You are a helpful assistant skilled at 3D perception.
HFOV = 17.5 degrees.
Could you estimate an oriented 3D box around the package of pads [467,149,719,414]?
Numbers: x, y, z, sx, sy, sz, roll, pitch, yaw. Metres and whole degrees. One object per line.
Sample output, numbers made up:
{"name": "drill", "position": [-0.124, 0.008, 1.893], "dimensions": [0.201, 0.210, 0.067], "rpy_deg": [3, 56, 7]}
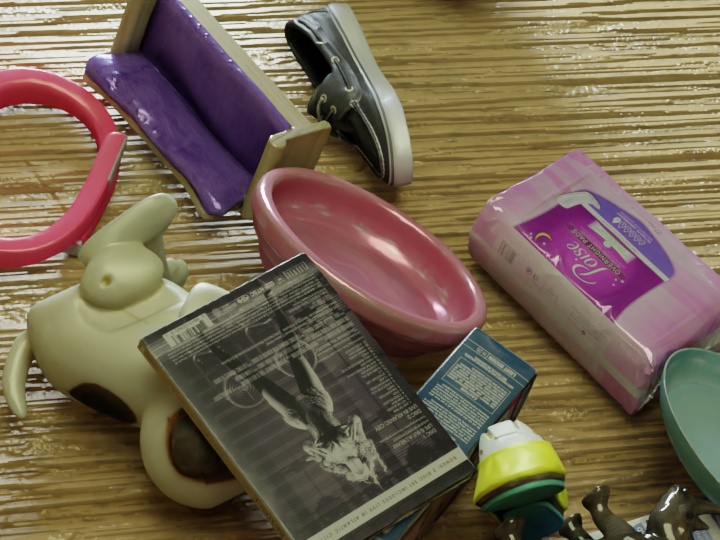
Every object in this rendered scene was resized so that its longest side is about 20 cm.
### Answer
{"name": "package of pads", "position": [0.191, 0.008, 1.824], "dimensions": [0.120, 0.076, 0.200], "rpy_deg": [-30, 63, -33]}

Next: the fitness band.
{"name": "fitness band", "position": [-0.264, -0.079, 1.819], "dimensions": [0.143, 0.037, 0.200], "rpy_deg": [17, 49, 4]}

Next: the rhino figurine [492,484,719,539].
{"name": "rhino figurine", "position": [0.170, 0.197, 1.596], "dimensions": [0.199, 0.060, 0.088], "rpy_deg": [-16, 60, -26]}

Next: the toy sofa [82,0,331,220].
{"name": "toy sofa", "position": [-0.125, -0.136, 1.854], "dimensions": [0.097, 0.083, 0.200], "rpy_deg": [-18, 57, -40]}

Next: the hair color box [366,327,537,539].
{"name": "hair color box", "position": [0.040, 0.141, 1.665], "dimensions": [0.060, 0.100, 0.200], "rpy_deg": [35, 53, 12]}

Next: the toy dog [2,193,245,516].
{"name": "toy dog", "position": [-0.138, 0.075, 1.657], "dimensions": [0.194, 0.140, 0.200], "rpy_deg": [-30, 64, -24]}

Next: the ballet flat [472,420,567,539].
{"name": "ballet flat", "position": [0.108, 0.140, 1.625], "dimensions": [0.067, 0.200, 0.067], "rpy_deg": [-17, 73, 3]}

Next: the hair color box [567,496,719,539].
{"name": "hair color box", "position": [0.193, 0.238, 1.647], "dimensions": [0.199, 0.065, 0.109], "rpy_deg": [-15, 57, -22]}

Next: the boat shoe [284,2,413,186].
{"name": "boat shoe", "position": [-0.014, -0.141, 1.906], "dimensions": [0.066, 0.070, 0.200], "rpy_deg": [-13, 55, -13]}

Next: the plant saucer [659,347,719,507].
{"name": "plant saucer", "position": [0.293, 0.141, 1.723], "dimensions": [0.200, 0.027, 0.200], "rpy_deg": [30, 30, -19]}

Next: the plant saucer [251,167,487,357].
{"name": "plant saucer", "position": [0.000, 0.000, 1.758], "dimensions": [0.200, 0.051, 0.201], "rpy_deg": [28, 21, -12]}

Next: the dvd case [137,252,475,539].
{"name": "dvd case", "position": [-0.036, 0.094, 1.595], "dimensions": [0.148, 0.016, 0.200], "rpy_deg": [-28, 70, -32]}
